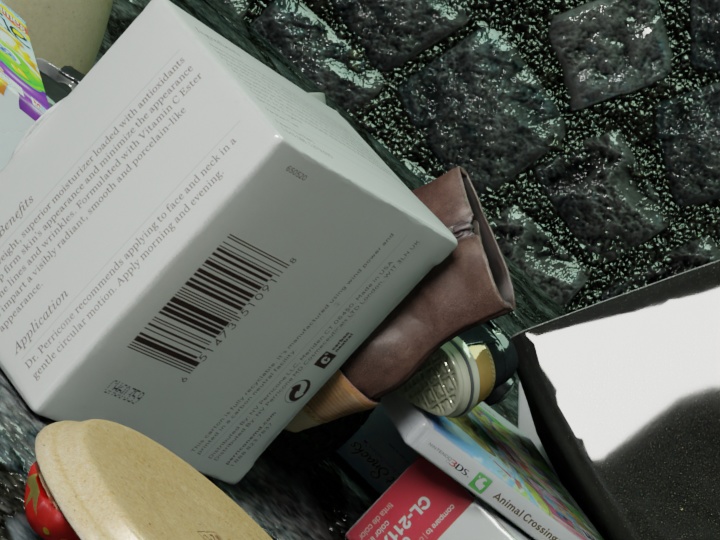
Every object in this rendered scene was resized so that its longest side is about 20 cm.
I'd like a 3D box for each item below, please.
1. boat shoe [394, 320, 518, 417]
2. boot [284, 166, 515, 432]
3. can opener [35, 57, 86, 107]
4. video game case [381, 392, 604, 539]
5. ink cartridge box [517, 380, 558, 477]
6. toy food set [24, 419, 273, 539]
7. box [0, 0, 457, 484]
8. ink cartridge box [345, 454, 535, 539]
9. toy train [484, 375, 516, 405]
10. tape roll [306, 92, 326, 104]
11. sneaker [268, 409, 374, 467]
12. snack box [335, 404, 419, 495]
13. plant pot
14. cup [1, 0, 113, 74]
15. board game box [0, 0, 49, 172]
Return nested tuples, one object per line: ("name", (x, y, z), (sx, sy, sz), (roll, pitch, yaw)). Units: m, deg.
("boat shoe", (0.019, 0.029, 1.475), (0.062, 0.075, 0.200), (-18, 34, -35))
("boot", (-0.003, -0.016, 1.423), (0.072, 0.166, 0.200), (29, 34, -54))
("can opener", (-0.146, -0.068, 1.540), (0.200, 0.053, 0.066), (30, 28, 0))
("video game case", (0.073, 0.110, 1.546), (0.182, 0.022, 0.200), (38, 8, -25))
("ink cartridge box", (0.163, 0.156, 1.776), (0.084, 0.146, 0.200), (-1, -7, 8))
("toy food set", (-0.078, 0.146, 1.107), (0.200, 0.049, 0.198), (43, 8, 1))
("box", (-0.090, -0.011, 1.309), (0.131, 0.199, 0.200), (50, 12, 32))
("ink cartridge box", (0.103, 0.212, 1.524), (0.200, 0.083, 0.146), (46, 8, 18))
("toy train", (0.027, 0.049, 1.892), (0.200, 0.114, 0.085), (44, 4, -5))
("tape roll", (-0.122, -0.096, 1.694), (0.203, 0.202, 0.037), (-29, 112, -82))
("sneaker", (-0.062, 0.060, 1.526), (0.200, 0.078, 0.085), (34, 12, -47))
("snack box", (0.036, 0.118, 1.745), (0.169, 0.068, 0.200), (44, 7, 2))
("plant pot", (0.227, 0.120, 1.550), (0.200, 0.200, 0.178), (66, 4, -65))
("cup", (-0.257, -0.204, 1.716), (0.200, 0.143, 0.200), (42, 8, -7))
("board game box", (-0.254, -0.109, 1.370), (0.105, 0.103, 0.200), (40, 9, -24))
